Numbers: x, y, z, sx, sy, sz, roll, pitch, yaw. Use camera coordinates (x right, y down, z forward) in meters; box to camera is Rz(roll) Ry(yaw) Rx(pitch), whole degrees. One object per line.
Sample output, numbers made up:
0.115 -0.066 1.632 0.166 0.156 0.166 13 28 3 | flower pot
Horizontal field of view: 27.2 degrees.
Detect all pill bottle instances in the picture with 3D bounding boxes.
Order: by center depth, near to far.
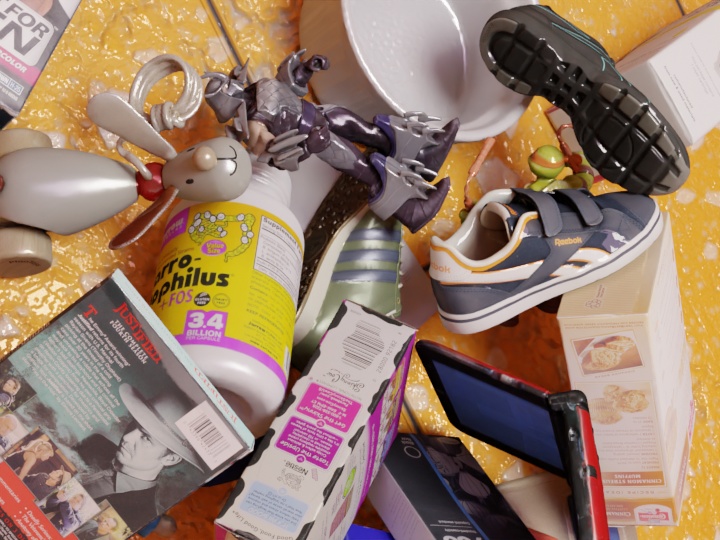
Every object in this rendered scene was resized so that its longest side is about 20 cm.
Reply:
-0.095 0.013 1.049 0.103 0.104 0.202 26 48 -25 | pill bottle

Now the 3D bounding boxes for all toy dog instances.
-0.183 -0.065 0.996 0.198 0.096 0.133 -30 74 6 | toy dog

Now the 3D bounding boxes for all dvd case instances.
-0.188 0.113 0.963 0.147 0.199 0.022 51 14 -11 | dvd case

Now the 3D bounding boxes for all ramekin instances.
0.045 -0.192 1.216 0.198 0.097 0.204 9 74 -31 | ramekin

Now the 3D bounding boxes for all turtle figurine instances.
0.154 -0.041 1.229 0.199 0.064 0.163 -26 131 -43 | turtle figurine

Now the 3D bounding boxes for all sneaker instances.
0.143 -0.028 1.138 0.198 0.078 0.080 -27 117 -16 | sneaker
0.000 0.000 1.152 0.090 0.067 0.202 44 60 -26 | sneaker
0.188 -0.143 1.172 0.200 0.076 0.079 44 41 8 | sneaker

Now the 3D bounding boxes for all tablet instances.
-0.025 -0.020 1.182 0.130 0.014 0.201 -40 101 -32 | tablet

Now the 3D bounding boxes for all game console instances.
0.115 0.155 1.071 0.117 0.200 0.175 -8 65 10 | game console

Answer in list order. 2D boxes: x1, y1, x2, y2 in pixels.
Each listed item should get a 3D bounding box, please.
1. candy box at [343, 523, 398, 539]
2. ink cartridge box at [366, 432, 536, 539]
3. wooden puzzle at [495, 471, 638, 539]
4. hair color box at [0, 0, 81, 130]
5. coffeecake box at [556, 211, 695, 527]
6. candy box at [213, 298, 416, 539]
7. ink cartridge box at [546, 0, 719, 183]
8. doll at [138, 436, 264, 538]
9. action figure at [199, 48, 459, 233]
0.073 0.279 1.064 0.198 0.078 0.170 17 28 -17 | candy box
0.072 0.191 1.101 0.098 0.200 0.040 9 117 -32 | ink cartridge box
0.171 0.259 1.225 0.198 0.046 0.188 -8 83 -34 | wooden puzzle
-0.249 -0.208 1.052 0.099 0.060 0.202 33 63 -23 | hair color box
0.219 0.079 1.201 0.154 0.072 0.202 -62 144 -54 | coffeecake box
-0.032 0.140 1.023 0.060 0.137 0.201 21 51 11 | candy box
0.287 -0.173 1.340 0.199 0.145 0.084 -36 97 -34 | ink cartridge box
-0.144 0.118 1.052 0.198 0.048 0.138 -13 78 -36 | doll
-0.028 -0.105 1.087 0.198 0.070 0.131 21 44 -18 | action figure
